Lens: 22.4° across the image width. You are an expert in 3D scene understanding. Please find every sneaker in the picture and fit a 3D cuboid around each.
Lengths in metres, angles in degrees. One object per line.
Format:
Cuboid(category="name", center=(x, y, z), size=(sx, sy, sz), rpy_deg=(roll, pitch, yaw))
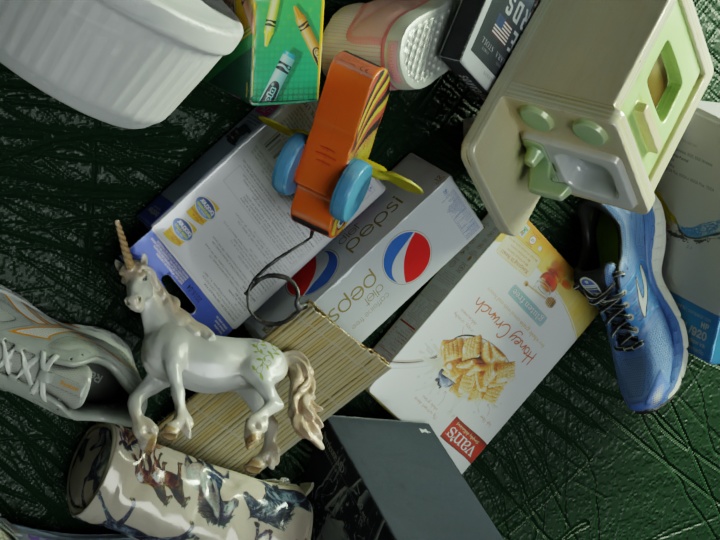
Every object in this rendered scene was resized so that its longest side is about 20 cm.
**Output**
Cuboid(category="sneaker", center=(0.042, -0.187, 1.430), size=(0.200, 0.104, 0.076), rpy_deg=(-29, 116, -51))
Cuboid(category="sneaker", center=(0.220, 0.025, 1.562), size=(0.089, 0.078, 0.202), rpy_deg=(-2, 77, -41))
Cuboid(category="sneaker", center=(-0.242, 0.065, 1.347), size=(0.199, 0.092, 0.076), rpy_deg=(17, 100, -32))

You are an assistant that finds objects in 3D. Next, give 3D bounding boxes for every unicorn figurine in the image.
Cuboid(category="unicorn figurine", center=(-0.121, 0.070, 1.355), size=(0.199, 0.074, 0.138), rpy_deg=(23, 53, -30))

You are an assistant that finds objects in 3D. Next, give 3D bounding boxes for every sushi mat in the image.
Cuboid(category="sushi mat", center=(-0.076, 0.106, 1.445), size=(0.095, 0.012, 0.200), rpy_deg=(36, 118, -28))

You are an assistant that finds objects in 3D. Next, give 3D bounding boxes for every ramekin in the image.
Cuboid(category="ramekin", center=(-0.185, -0.178, 1.229), size=(0.202, 0.203, 0.095), rpy_deg=(25, 107, -34))

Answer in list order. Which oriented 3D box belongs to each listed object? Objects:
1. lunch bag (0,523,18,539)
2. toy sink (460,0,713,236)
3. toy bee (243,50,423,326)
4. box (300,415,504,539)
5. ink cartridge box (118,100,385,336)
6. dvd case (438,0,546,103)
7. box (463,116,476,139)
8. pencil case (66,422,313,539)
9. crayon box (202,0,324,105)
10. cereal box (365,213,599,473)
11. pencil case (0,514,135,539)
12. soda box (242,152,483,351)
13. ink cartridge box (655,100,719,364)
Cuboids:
Cuboid(category="lunch bag", center=(-0.346, 0.228, 1.299), size=(0.200, 0.164, 0.118), rpy_deg=(-48, 166, -11))
Cuboid(category="toy sink", center=(0.184, -0.125, 1.424), size=(0.201, 0.111, 0.131), rpy_deg=(-59, 146, -20))
Cuboid(category="toy bee", center=(-0.028, -0.072, 1.371), size=(0.131, 0.109, 0.200), rpy_deg=(45, 110, 5))
Cuboid(category="box", center=(0.019, 0.249, 1.482), size=(0.103, 0.200, 0.183), rpy_deg=(7, 116, -27))
Cuboid(category="ink cartridge box", center=(-0.088, -0.042, 1.423), size=(0.200, 0.042, 0.120), rpy_deg=(-44, 122, -11))
Cuboid(category="dvd case", center=(0.135, -0.225, 1.429), size=(0.150, 0.025, 0.201), rpy_deg=(35, 75, -57))
Cuboid(category="box", center=(0.181, -0.123, 1.543), size=(0.199, 0.041, 0.039), rpy_deg=(-14, 115, -25))
Cuboid(category="pencil case", center=(-0.135, 0.182, 1.442), size=(0.199, 0.078, 0.090), rpy_deg=(24, 62, -22))
Cuboid(category="crayon box", center=(-0.074, -0.229, 1.305), size=(0.058, 0.119, 0.202), rpy_deg=(-5, 108, -27))
Cuboid(category="cereal box", center=(0.103, 0.060, 1.570), size=(0.200, 0.039, 0.144), rpy_deg=(-50, 125, -4))
Cuboid(category="pencil case", center=(-0.230, 0.243, 1.430), size=(0.199, 0.083, 0.091), rpy_deg=(13, 73, -32))
Cuboid(category="soda box", center=(0.000, 0.000, 1.471), size=(0.200, 0.068, 0.064), rpy_deg=(-42, 125, -9))
Cuboid(category="ink cartridge box", center=(0.340, -0.036, 1.602), size=(0.146, 0.145, 0.202), rpy_deg=(1, 108, -29))
